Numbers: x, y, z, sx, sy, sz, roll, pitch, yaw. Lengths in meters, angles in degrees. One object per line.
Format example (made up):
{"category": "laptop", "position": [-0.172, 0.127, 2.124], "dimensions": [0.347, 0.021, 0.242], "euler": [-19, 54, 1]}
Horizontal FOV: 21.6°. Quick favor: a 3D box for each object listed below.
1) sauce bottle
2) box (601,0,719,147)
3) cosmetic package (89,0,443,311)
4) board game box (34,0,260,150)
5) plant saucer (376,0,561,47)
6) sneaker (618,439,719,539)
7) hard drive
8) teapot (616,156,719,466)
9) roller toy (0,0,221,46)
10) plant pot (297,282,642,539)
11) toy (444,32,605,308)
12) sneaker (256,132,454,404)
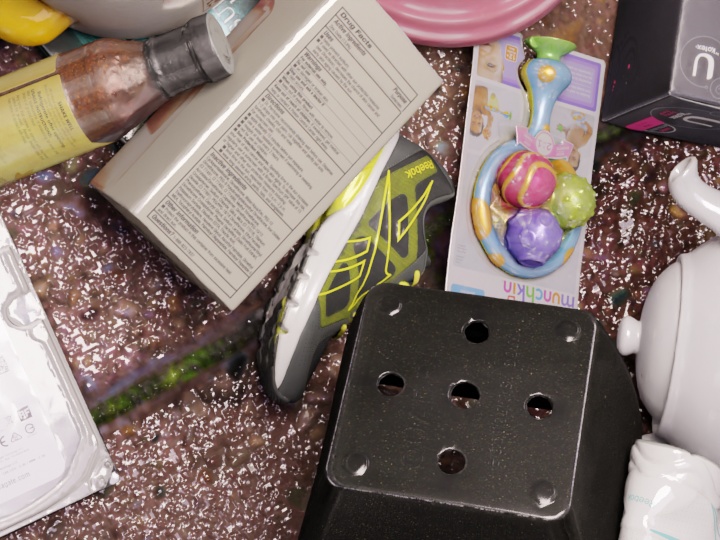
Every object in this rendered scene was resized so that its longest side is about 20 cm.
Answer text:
{"category": "sauce bottle", "position": [-0.175, -0.102, 1.154], "dimensions": [0.200, 0.066, 0.066], "euler": [-18, 90, 13]}
{"category": "box", "position": [0.244, -0.194, 1.272], "dimensions": [0.106, 0.122, 0.200], "euler": [10, 82, -13]}
{"category": "cosmetic package", "position": [-0.060, -0.087, 1.184], "dimensions": [0.200, 0.087, 0.103], "euler": [-46, 120, -7]}
{"category": "board game box", "position": [-0.151, -0.176, 1.223], "dimensions": [0.135, 0.028, 0.200], "euler": [-41, 95, -14]}
{"category": "plant saucer", "position": [0.060, -0.249, 1.240], "dimensions": [0.200, 0.051, 0.201], "euler": [-1, 78, 3]}
{"category": "sneaker", "position": [0.210, 0.177, 1.176], "dimensions": [0.200, 0.070, 0.080], "euler": [40, 67, -45]}
{"category": "hard drive", "position": [-0.252, 0.070, 1.173], "dimensions": [0.140, 0.038, 0.200], "euler": [-24, 90, -15]}
{"category": "teapot", "position": [0.240, 0.058, 1.231], "dimensions": [0.146, 0.197, 0.200], "euler": [7, 70, 5]}
{"category": "roller toy", "position": [-0.145, -0.236, 1.143], "dimensions": [0.182, 0.140, 0.200], "euler": [1, 83, -3]}
{"category": "plant pot", "position": [0.061, 0.118, 1.113], "dimensions": [0.199, 0.177, 0.200], "euler": [8, 58, 9]}
{"category": "toy", "position": [0.121, -0.060, 1.253], "dimensions": [0.115, 0.047, 0.200], "euler": [12, 77, -33]}
{"category": "sneaker", "position": [0.000, 0.000, 1.221], "dimensions": [0.085, 0.074, 0.200], "euler": [26, 80, -11]}
